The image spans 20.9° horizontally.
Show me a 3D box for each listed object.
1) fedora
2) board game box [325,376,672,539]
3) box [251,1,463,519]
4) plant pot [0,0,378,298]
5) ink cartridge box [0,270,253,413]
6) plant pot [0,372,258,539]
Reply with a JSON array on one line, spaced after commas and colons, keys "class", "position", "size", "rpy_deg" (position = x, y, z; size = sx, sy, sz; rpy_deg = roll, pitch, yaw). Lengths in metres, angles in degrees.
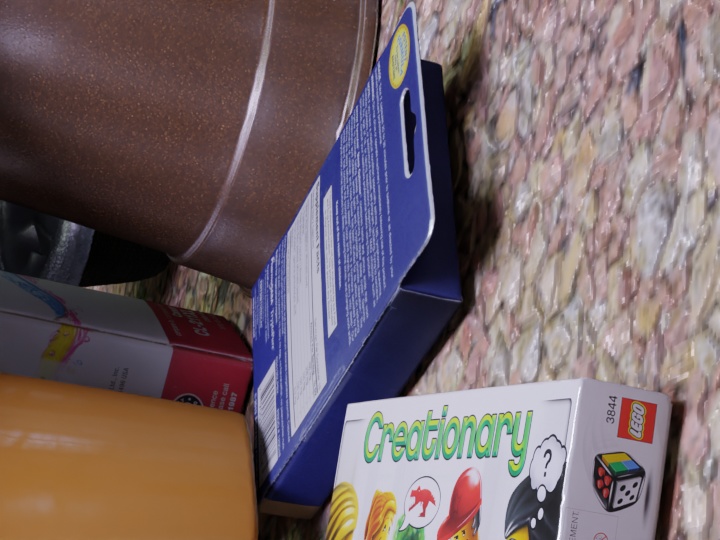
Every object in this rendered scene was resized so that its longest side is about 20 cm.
[{"class": "fedora", "position": [-0.162, -0.049, 1.201], "size": [0.200, 0.091, 0.203], "rpy_deg": [-34, 51, 57]}, {"class": "board game box", "position": [0.033, 0.105, 0.640], "size": [0.200, 0.034, 0.128], "rpy_deg": [162, 118, -69]}, {"class": "box", "position": [0.000, 0.000, 0.801], "size": [0.200, 0.032, 0.122], "rpy_deg": [120, 154, -48]}, {"class": "plant pot", "position": [-0.118, -0.105, 0.954], "size": [0.200, 0.196, 0.202], "rpy_deg": [-167, 90, -71]}, {"class": "ink cartridge box", "position": [-0.172, 0.081, 0.987], "size": [0.083, 0.198, 0.147], "rpy_deg": [-132, 57, -67]}, {"class": "plant pot", "position": [-0.137, 0.129, 0.845], "size": [0.200, 0.181, 0.202], "rpy_deg": [179, 90, -83]}]
